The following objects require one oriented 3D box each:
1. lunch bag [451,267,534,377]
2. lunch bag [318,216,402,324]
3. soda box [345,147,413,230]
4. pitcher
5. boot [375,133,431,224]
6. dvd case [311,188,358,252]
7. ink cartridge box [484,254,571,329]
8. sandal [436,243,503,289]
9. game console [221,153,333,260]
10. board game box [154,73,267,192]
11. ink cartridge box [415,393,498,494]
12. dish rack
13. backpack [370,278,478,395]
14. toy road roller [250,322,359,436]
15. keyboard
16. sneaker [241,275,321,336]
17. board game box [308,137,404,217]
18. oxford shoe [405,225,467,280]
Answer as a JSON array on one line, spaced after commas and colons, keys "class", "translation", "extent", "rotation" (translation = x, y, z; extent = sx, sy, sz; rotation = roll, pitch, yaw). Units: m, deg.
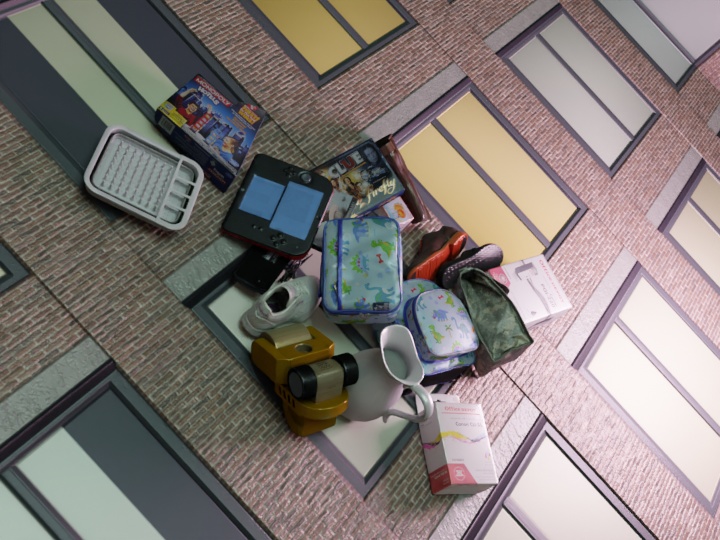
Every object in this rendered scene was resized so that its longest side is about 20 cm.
[{"class": "lunch bag", "translation": [0.255, 0.096, 1.859], "extent": [0.117, 0.164, 0.202], "rotation": [-25, 75, -10]}, {"class": "lunch bag", "translation": [0.000, 0.000, 1.714], "extent": [0.159, 0.083, 0.202], "rotation": [1, 68, 2]}, {"class": "soda box", "translation": [0.027, -0.169, 1.952], "extent": [0.063, 0.068, 0.201], "rotation": [-22, 75, -39]}, {"class": "pitcher", "translation": [0.040, 0.214, 1.619], "extent": [0.120, 0.200, 0.173], "rotation": [-15, 71, -40]}, {"class": "boot", "translation": [0.091, -0.199, 2.019], "extent": [0.201, 0.064, 0.187], "rotation": [59, 9, -13]}, {"class": "dvd case", "translation": [-0.118, -0.125, 1.808], "extent": [0.198, 0.022, 0.147], "rotation": [25, 58, -2]}, {"class": "ink cartridge box", "translation": [0.358, 0.059, 2.026], "extent": [0.199, 0.085, 0.147], "rotation": [-13, 70, -42]}, {"class": "sandal", "translation": [0.239, -0.018, 2.006], "extent": [0.199, 0.076, 0.048], "rotation": [-17, 32, -35]}, {"class": "game console", "translation": [-0.157, -0.126, 1.768], "extent": [0.175, 0.031, 0.202], "rotation": [23, 58, -3]}, {"class": "board game box", "translation": [-0.285, -0.289, 1.818], "extent": [0.200, 0.062, 0.200], "rotation": [41, 45, -5]}, {"class": "ink cartridge box", "translation": [0.181, 0.321, 1.739], "extent": [0.115, 0.067, 0.202], "rotation": [7, 58, -31]}, {"class": "dish rack", "translation": [-0.400, -0.164, 1.667], "extent": [0.198, 0.044, 0.173], "rotation": [27, 50, -18]}, {"class": "backpack", "translation": [0.126, 0.115, 1.783], "extent": [0.182, 0.147, 0.202], "rotation": [-7, 62, -41]}, {"class": "toy road roller", "translation": [-0.102, 0.198, 1.605], "extent": [0.122, 0.148, 0.200], "rotation": [-12, 32, -35]}, {"class": "keyboard", "translation": [-0.165, -0.013, 1.746], "extent": [0.103, 0.040, 0.200], "rotation": [29, 43, 4]}, {"class": "sneaker", "translation": [-0.126, 0.056, 1.677], "extent": [0.075, 0.100, 0.199], "rotation": [51, 45, 7]}, {"class": "board game box", "translation": [-0.026, -0.172, 1.883], "extent": [0.199, 0.035, 0.136], "rotation": [-30, 79, -16]}, {"class": "oxford shoe", "translation": [0.150, -0.034, 1.966], "extent": [0.072, 0.072, 0.199], "rotation": [31, 44, 25]}]
